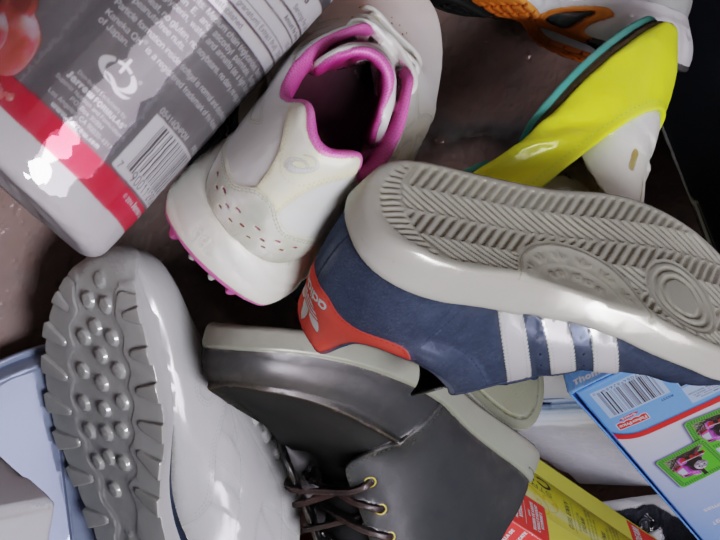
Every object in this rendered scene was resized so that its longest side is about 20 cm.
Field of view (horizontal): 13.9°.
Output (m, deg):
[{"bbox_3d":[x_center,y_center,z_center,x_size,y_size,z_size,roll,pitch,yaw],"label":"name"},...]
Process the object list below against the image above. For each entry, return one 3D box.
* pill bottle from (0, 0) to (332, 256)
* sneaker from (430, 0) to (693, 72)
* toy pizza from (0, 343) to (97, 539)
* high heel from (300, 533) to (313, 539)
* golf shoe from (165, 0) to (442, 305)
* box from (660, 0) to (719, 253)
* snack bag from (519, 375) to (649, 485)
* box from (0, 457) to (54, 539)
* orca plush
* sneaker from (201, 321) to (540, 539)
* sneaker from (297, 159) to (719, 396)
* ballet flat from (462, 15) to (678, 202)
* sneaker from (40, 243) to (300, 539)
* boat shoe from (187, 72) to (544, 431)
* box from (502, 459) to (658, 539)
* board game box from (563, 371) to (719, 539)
[{"bbox_3d":[-0.074,-0.113,1.115,0.200,0.111,0.111,-49,138,-7],"label":"pill bottle"},{"bbox_3d":[0.073,-0.151,1.269,0.199,0.075,0.093,17,84,-45],"label":"sneaker"},{"bbox_3d":[-0.126,0.123,1.258,0.199,0.032,0.201,-8,108,-25],"label":"toy pizza"},{"bbox_3d":[-0.062,0.192,1.341,0.199,0.067,0.097,-27,102,-11],"label":"high heel"},{"bbox_3d":[-0.001,-0.066,1.155,0.092,0.075,0.200,-45,-171,39],"label":"golf shoe"},{"bbox_3d":[0.238,-0.042,1.364,0.124,0.201,0.196,-31,144,20],"label":"box"},{"bbox_3d":[0.124,0.065,1.367,0.200,0.188,0.022,32,65,-48],"label":"snack bag"},{"bbox_3d":[-0.212,0.144,1.125,0.106,0.152,0.201,-8,121,-38],"label":"box"},{"bbox_3d":[0.157,0.155,1.507,0.105,0.072,0.200,-14,169,13],"label":"orca plush"},{"bbox_3d":[-0.001,0.093,1.205,0.200,0.075,0.107,30,72,-46],"label":"sneaker"},{"bbox_3d":[0.064,0.017,1.140,0.199,0.075,0.085,16,132,-29],"label":"sneaker"},{"bbox_3d":[0.075,-0.028,1.216,0.200,0.067,0.067,-36,160,-26],"label":"ballet flat"},{"bbox_3d":[-0.071,0.075,1.221,0.080,0.076,0.201,-28,120,-33],"label":"sneaker"},{"bbox_3d":[-0.001,0.002,1.256,0.199,0.066,0.075,43,43,-29],"label":"boat shoe"},{"bbox_3d":[0.062,0.115,1.356,0.200,0.075,0.050,36,113,-24],"label":"box"},{"bbox_3d":[0.194,0.059,1.266,0.151,0.037,0.200,-27,135,15],"label":"board game box"}]
